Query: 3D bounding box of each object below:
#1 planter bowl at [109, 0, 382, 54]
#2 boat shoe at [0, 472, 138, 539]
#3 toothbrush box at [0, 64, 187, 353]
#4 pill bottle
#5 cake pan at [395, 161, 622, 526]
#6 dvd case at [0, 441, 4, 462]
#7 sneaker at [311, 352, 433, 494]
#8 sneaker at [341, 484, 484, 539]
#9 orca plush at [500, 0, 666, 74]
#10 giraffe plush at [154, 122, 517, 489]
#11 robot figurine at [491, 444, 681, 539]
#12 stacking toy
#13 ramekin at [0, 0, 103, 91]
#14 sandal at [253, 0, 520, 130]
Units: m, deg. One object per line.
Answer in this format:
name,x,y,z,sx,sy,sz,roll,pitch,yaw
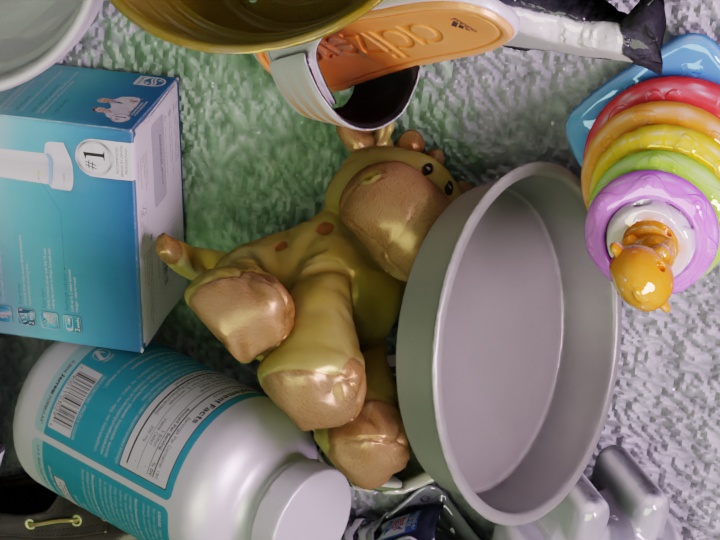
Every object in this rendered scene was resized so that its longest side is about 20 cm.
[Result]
planter bowl,-0.039,-0.183,1.154,0.200,0.201,0.083,2,159,16
boat shoe,-0.179,0.152,1.440,0.201,0.072,0.061,-16,114,26
toothbrush box,-0.211,-0.044,1.347,0.199,0.085,0.147,6,118,13
pill bottle,-0.103,0.112,1.331,0.200,0.111,0.111,24,123,33
cake pan,0.082,0.039,1.245,0.037,0.200,0.201,6,118,35
dvd case,-0.295,0.123,1.435,0.143,0.018,0.200,41,141,14
sneaker,0.003,0.098,1.348,0.200,0.090,0.067,-18,112,24
sneaker,-0.014,0.175,1.402,0.200,0.070,0.109,19,124,-1
orca plush,0.073,-0.164,1.211,0.200,0.105,0.071,11,81,32
giraffe plush,0.000,0.000,1.266,0.162,0.200,0.173,-42,119,0
robot figurine,0.127,0.204,1.350,0.169,0.113,0.200,-1,119,-21
stacking toy,0.158,-0.028,1.178,0.110,0.200,0.116,-35,102,27
ramekin,-0.218,-0.208,1.258,0.200,0.105,0.201,7,117,14
sandal,0.000,-0.110,1.210,0.079,0.059,0.206,28,161,-30
